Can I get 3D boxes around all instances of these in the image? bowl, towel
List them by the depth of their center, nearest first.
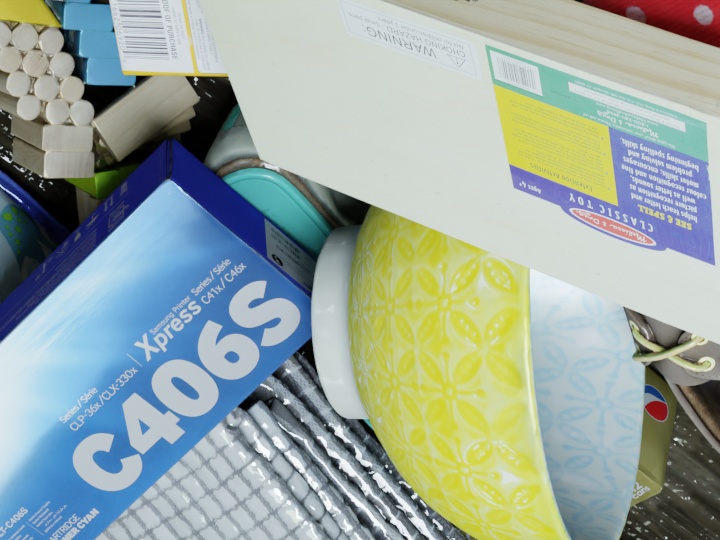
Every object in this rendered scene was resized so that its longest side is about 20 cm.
[{"bbox_3d":[0.043,0.019,0.868,0.107,0.200,0.201,-3,131,20],"label":"bowl"},{"bbox_3d":[-0.039,0.145,1.009,0.200,0.086,0.165,49,130,-7],"label":"towel"}]

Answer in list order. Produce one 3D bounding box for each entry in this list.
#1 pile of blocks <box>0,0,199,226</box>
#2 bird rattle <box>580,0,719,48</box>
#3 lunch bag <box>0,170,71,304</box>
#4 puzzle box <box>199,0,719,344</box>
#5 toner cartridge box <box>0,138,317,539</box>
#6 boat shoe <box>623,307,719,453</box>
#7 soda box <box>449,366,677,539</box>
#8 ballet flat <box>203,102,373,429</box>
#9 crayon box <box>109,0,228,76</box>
[{"bbox_3d":[-0.126,-0.078,0.935,0.062,0.082,0.200,25,148,61],"label":"pile of blocks"},{"bbox_3d":[0.118,-0.134,0.722,0.163,0.200,0.113,16,140,36],"label":"bird rattle"},{"bbox_3d":[-0.226,0.023,1.011,0.170,0.128,0.200,-31,104,39],"label":"lunch bag"},{"bbox_3d":[0.039,-0.051,0.709,0.200,0.025,0.133,23,154,24],"label":"puzzle box"},{"bbox_3d":[-0.114,0.047,0.905,0.095,0.043,0.200,40,107,-21],"label":"toner cartridge box"},{"bbox_3d":[0.146,0.024,0.897,0.072,0.060,0.200,17,162,36],"label":"boat shoe"},{"bbox_3d":[0.058,0.104,1.035,0.064,0.068,0.200,38,131,-19],"label":"soda box"},{"bbox_3d":[0.000,0.000,0.957,0.067,0.064,0.200,-18,127,26],"label":"ballet flat"},{"bbox_3d":[-0.040,-0.169,0.770,0.118,0.058,0.201,4,120,20],"label":"crayon box"}]
